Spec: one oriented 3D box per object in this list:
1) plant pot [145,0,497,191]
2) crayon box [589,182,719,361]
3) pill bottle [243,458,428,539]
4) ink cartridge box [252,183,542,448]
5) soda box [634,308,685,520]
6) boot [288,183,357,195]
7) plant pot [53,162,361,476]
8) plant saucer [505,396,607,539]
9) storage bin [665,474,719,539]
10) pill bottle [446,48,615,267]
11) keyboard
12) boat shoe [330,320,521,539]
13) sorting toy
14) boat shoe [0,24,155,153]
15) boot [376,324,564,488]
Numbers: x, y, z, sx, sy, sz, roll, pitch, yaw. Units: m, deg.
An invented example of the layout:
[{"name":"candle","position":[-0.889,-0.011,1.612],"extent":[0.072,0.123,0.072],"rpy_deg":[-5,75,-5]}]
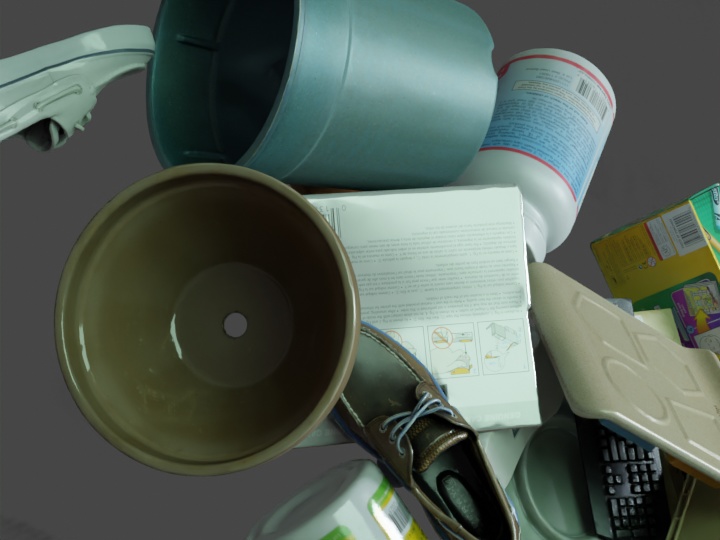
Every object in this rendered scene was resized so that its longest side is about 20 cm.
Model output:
[{"name":"plant pot","position":[-0.021,-0.142,1.197],"extent":[0.196,0.200,0.201],"rpy_deg":[9,66,-36]},{"name":"crayon box","position":[0.297,0.040,1.457],"extent":[0.058,0.119,0.201],"rpy_deg":[-23,88,-44]},{"name":"pill bottle","position":[0.017,0.238,1.130],"extent":[0.111,0.111,0.200],"rpy_deg":[-40,99,-43]},{"name":"ink cartridge box","position":[0.022,0.032,1.190],"extent":[0.199,0.045,0.177],"rpy_deg":[-4,85,-12]},{"name":"soda box","position":[0.247,0.137,1.409],"extent":[0.068,0.064,0.201],"rpy_deg":[-3,73,-42]},{"name":"boot","position":[0.000,0.000,1.255],"extent":[0.188,0.068,0.200],"rpy_deg":[-26,84,-33]},{"name":"plant pot","position":[-0.094,0.034,1.108],"extent":[0.093,0.200,0.202],"rpy_deg":[28,42,-80]},{"name":"plant saucer","position":[0.150,0.170,1.320],"extent":[0.200,0.050,0.201],"rpy_deg":[18,60,-34]},{"name":"storage bin","position":[0.351,0.191,1.272],"extent":[0.094,0.199,0.199],"rpy_deg":[63,36,-24]},{"name":"pill bottle","position":[0.135,-0.083,1.376],"extent":[0.109,0.109,0.200],"rpy_deg":[42,49,-19]},{"name":"keyboard","position":[0.225,0.119,1.346],"extent":[0.127,0.021,0.201],"rpy_deg":[2,72,-32]},{"name":"boat shoe","position":[0.045,0.111,1.126],"extent":[0.072,0.072,0.200],"rpy_deg":[-41,92,-12]},{"name":"sorting toy","position":[0.215,0.088,1.269],"extent":[0.200,0.037,0.185],"rpy_deg":[25,26,-26]},{"name":"boat shoe","position":[-0.216,-0.111,1.118],"extent":[0.200,0.073,0.066],"rpy_deg":[-25,93,-34]},{"name":"boot","position":[0.089,0.097,1.263],"extent":[0.200,0.090,0.073],"rpy_deg":[-45,129,-52]}]
